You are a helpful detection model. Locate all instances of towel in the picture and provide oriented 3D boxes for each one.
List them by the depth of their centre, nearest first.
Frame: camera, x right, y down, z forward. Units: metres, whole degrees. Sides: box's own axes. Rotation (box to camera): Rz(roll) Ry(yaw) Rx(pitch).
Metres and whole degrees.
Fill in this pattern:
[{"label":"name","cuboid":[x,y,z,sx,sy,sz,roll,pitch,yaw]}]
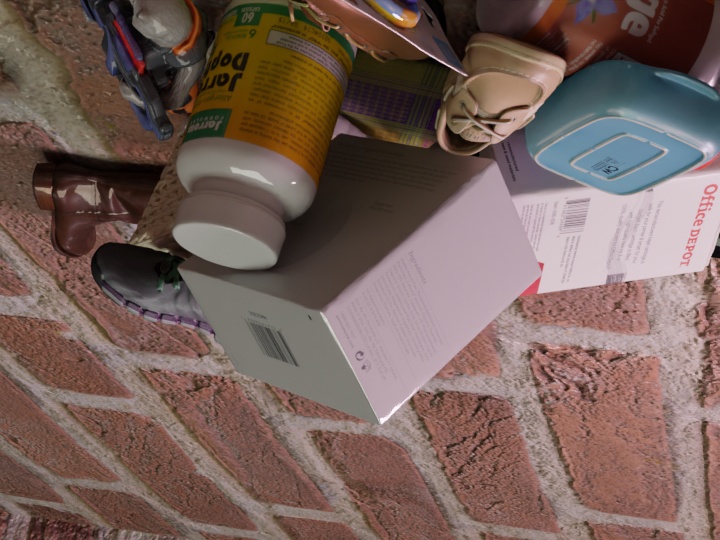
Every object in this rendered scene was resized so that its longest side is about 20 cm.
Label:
[{"label":"towel","cuboid":[0.029,-0.146,1.513,0.144,0.023,0.200,13,157,-1]}]

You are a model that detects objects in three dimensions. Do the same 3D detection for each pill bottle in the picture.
[{"label":"pill bottle","cuboid":[0.194,-0.181,1.223,0.200,0.112,0.112,21,156,-23]},{"label":"pill bottle","cuboid":[-0.079,-0.107,1.314,0.113,0.200,0.113,14,159,5]}]

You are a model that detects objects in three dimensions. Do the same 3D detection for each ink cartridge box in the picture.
[{"label":"ink cartridge box","cuboid":[0.202,-0.059,1.433,0.200,0.084,0.144,-7,144,-8]}]

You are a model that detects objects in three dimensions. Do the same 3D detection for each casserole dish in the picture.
[{"label":"casserole dish","cuboid":[0.192,-0.098,1.234,0.121,0.039,0.200,21,165,-14]}]

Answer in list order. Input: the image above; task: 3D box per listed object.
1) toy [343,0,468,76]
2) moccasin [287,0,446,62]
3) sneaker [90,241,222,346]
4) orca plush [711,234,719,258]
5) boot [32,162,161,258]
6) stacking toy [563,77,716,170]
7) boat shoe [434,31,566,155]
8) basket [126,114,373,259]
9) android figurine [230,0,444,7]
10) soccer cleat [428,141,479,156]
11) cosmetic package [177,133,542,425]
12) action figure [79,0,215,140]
[{"label":"toy","cuboid":[0.003,-0.211,1.115,0.047,0.115,0.200,-44,142,24]},{"label":"moccasin","cuboid":[-0.022,-0.208,1.226,0.078,0.074,0.201,-17,156,35]},{"label":"sneaker","cuboid":[-0.135,0.011,1.485,0.200,0.074,0.088,24,137,-14]},{"label":"orca plush","cuboid":[0.286,-0.038,1.576,0.200,0.071,0.105,18,157,-15]},{"label":"boot","cuboid":[-0.237,-0.056,1.822,0.200,0.064,0.186,4,159,7]},{"label":"stacking toy","cuboid":[0.191,-0.133,1.332,0.200,0.085,0.085,20,159,11]},{"label":"boat shoe","cuboid":[0.097,-0.121,1.214,0.071,0.065,0.200,20,173,-4]},{"label":"basket","cuboid":[-0.076,-0.049,1.563,0.198,0.161,0.200,35,153,-24]},{"label":"android figurine","cuboid":[-0.033,-0.237,1.302,0.182,0.041,0.200,-10,151,43]},{"label":"soccer cleat","cuboid":[0.154,-0.087,1.499,0.200,0.069,0.085,6,176,-4]},{"label":"cosmetic package","cuboid":[0.000,0.000,1.368,0.199,0.200,0.123,16,141,50]},{"label":"action figure","cuboid":[-0.170,-0.206,1.369,0.105,0.200,0.193,-27,180,-8]}]
